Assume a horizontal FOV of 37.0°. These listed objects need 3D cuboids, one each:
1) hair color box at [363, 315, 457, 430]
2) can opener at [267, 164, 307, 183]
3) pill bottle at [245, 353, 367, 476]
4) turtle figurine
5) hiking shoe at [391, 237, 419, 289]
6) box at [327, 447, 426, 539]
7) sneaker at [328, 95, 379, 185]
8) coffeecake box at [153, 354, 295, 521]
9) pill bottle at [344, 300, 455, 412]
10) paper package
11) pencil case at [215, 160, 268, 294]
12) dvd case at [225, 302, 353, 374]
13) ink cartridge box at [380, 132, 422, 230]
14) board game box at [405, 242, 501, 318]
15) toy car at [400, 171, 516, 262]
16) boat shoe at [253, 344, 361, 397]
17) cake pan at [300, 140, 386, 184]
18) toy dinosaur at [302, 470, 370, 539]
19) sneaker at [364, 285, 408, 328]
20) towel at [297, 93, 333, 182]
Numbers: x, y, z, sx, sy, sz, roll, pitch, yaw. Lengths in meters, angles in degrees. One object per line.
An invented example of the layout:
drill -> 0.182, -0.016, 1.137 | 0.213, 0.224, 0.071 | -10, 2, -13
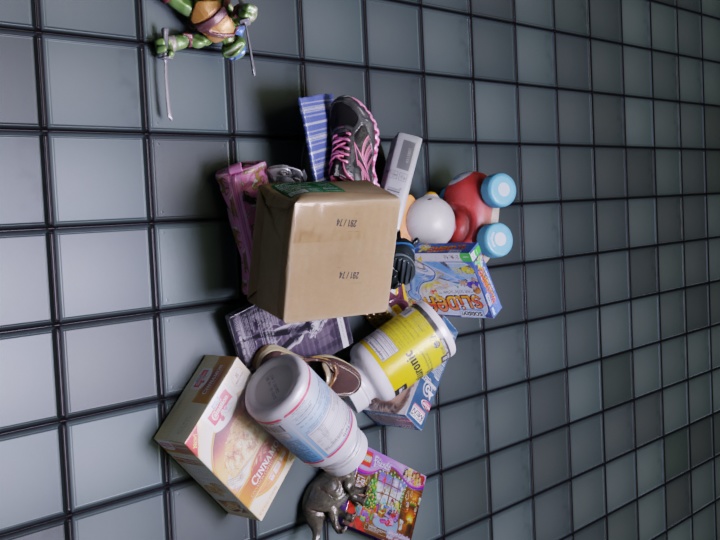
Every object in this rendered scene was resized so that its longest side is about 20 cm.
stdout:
hair color box -> 0.089, 0.176, 1.903 | 0.061, 0.100, 0.201 | 47, 56, -41
can opener -> -0.099, -0.094, 1.658 | 0.200, 0.053, 0.067 | 69, 27, -59
pill bottle -> -0.074, 0.220, 1.591 | 0.200, 0.108, 0.109 | 50, 54, -38
turtle figurine -> -0.224, -0.352, 1.498 | 0.194, 0.143, 0.201 | 54, 48, -30
hiking shoe -> 0.000, 0.000, 1.741 | 0.087, 0.199, 0.075 | -72, 148, -55
box -> 0.032, 0.397, 1.882 | 0.200, 0.039, 0.138 | 34, 64, -44
sneaker -> -0.019, -0.172, 1.677 | 0.095, 0.079, 0.202 | -18, 100, -59
coffeecake box -> -0.188, 0.247, 1.593 | 0.200, 0.073, 0.154 | 54, 52, -35
pill bottle -> 0.052, 0.149, 1.807 | 0.199, 0.111, 0.112 | -34, 120, -10
paper package -> -0.052, -0.031, 1.575 | 0.199, 0.103, 0.192 | -6, 110, -37
pencil case -> -0.161, -0.067, 1.619 | 0.082, 0.086, 0.201 | -18, 104, -27
dvd case -> -0.107, 0.092, 1.674 | 0.199, 0.016, 0.150 | -27, 120, -27
ink cartridge box -> 0.047, -0.129, 1.827 | 0.057, 0.200, 0.164 | 16, 79, -10
board game box -> 0.138, 0.017, 1.885 | 0.034, 0.199, 0.136 | -46, 123, -39
toy car -> 0.147, -0.102, 1.947 | 0.199, 0.184, 0.178 | 9, 83, -26
boat shoe -> -0.070, 0.166, 1.668 | 0.199, 0.072, 0.073 | 22, 92, -38
cake pan -> -0.021, -0.168, 1.820 | 0.200, 0.037, 0.202 | 0, 91, -50
toy dinosaur -> -0.049, 0.370, 1.763 | 0.201, 0.102, 0.077 | -58, 166, -17
sneaker -> 0.023, 0.015, 1.856 | 0.201, 0.074, 0.090 | 61, 39, -38
towel -> -0.057, -0.175, 1.695 | 0.145, 0.024, 0.202 | -36, 118, -69
